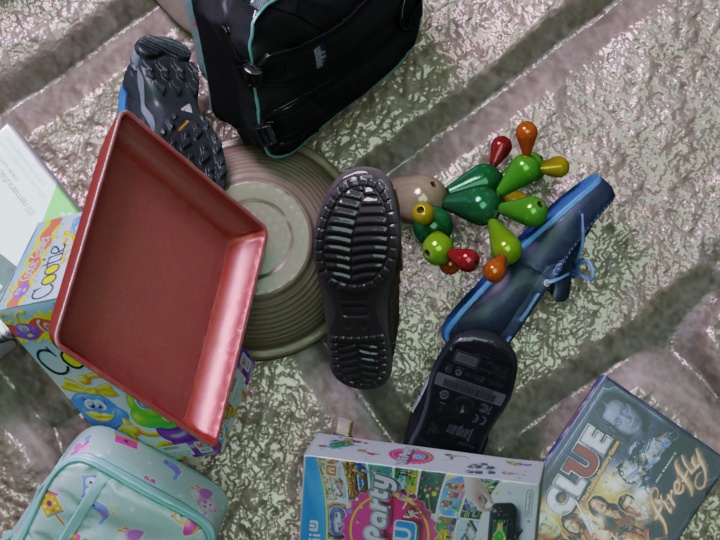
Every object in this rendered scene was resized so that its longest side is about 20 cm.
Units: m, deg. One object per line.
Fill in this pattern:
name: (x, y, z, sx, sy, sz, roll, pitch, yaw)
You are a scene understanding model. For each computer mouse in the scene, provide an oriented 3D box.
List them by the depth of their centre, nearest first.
computer mouse: (0.050, 0.132, 1.544, 0.140, 0.046, 0.201, 14, 106, -4)

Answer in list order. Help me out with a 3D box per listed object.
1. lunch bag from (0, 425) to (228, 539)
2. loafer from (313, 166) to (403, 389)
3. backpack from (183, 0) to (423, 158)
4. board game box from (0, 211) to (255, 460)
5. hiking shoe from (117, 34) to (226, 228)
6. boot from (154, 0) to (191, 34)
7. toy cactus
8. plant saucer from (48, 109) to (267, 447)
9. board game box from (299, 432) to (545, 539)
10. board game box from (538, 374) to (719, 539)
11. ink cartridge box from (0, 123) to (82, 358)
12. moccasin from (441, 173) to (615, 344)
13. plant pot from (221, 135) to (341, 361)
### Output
lunch bag: (-0.217, 0.238, 1.484, 0.160, 0.077, 0.200, 29, 115, -8)
loafer: (0.000, 0.000, 1.509, 0.073, 0.071, 0.201, 7, 116, 8)
backpack: (-0.048, -0.220, 1.515, 0.199, 0.176, 0.153, -32, 50, -19)
board game box: (-0.190, 0.055, 1.460, 0.103, 0.200, 0.105, -11, 41, 29)
hiking shoe: (-0.166, -0.101, 1.521, 0.074, 0.087, 0.201, 6, 57, -26)
boot: (-0.175, -0.307, 1.533, 0.070, 0.146, 0.201, -27, 87, -5)
toy cactus: (0.082, -0.063, 1.530, 0.164, 0.103, 0.200, 7, 40, 31)
plant saucer: (-0.161, 0.010, 1.379, 0.037, 0.200, 0.201, -5, 60, 34)
board game box: (0.050, 0.227, 1.503, 0.199, 0.064, 0.148, 6, 105, 9)
board game box: (0.213, 0.212, 1.558, 0.135, 0.035, 0.200, 34, 85, 1)
ink cartridge box: (-0.333, -0.005, 1.535, 0.200, 0.084, 0.146, -39, 87, -4)
moccasin: (0.157, 0.003, 1.561, 0.068, 0.080, 0.200, 43, 100, -3)
plant pot: (-0.091, -0.022, 1.540, 0.200, 0.093, 0.202, 0, 86, -2)
